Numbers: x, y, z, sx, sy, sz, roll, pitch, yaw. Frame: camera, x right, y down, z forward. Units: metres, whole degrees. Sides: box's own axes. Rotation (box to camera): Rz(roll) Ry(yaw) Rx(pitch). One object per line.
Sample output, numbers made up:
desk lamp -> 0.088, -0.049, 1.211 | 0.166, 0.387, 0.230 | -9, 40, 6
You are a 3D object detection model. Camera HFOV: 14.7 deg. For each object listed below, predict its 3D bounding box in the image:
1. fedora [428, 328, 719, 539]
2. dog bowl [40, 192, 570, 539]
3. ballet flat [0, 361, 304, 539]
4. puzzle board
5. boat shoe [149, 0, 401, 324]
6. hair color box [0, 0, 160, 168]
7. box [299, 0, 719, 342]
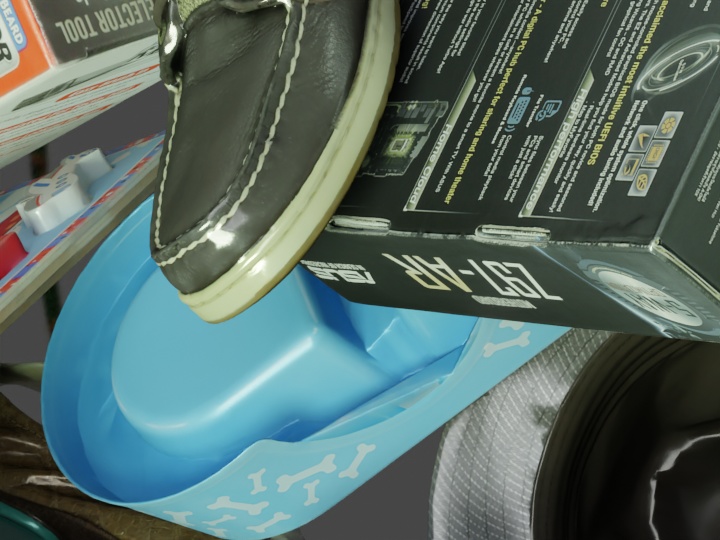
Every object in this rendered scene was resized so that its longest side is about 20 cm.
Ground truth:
fedora -> 0.128, 0.075, 0.786 | 0.199, 0.090, 0.177 | 13, 80, 22
dog bowl -> 0.000, 0.000, 0.791 | 0.200, 0.050, 0.112 | -37, 43, 13
ballet flat -> -0.068, 0.073, 0.855 | 0.200, 0.068, 0.072 | 27, 66, 21
puzzle board -> -0.149, 0.018, 0.798 | 0.150, 0.200, 0.017 | -17, 107, 31
boat shoe -> -0.027, -0.080, 0.720 | 0.072, 0.066, 0.201 | -27, 37, 45
hair color box -> -0.121, -0.062, 0.812 | 0.200, 0.111, 0.064 | -23, 90, 42
box -> 0.072, -0.083, 0.700 | 0.160, 0.043, 0.200 | 4, 63, 53
